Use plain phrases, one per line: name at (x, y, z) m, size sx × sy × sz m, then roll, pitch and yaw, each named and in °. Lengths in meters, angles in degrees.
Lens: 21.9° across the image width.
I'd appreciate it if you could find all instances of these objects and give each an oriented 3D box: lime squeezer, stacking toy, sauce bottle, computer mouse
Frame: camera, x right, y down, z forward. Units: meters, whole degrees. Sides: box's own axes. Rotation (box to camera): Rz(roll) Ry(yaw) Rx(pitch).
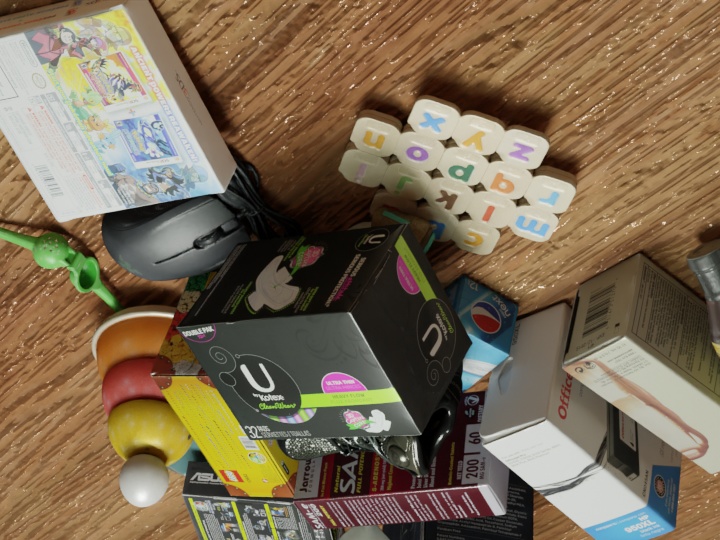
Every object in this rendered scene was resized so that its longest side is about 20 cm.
lime squeezer at (-0.295, -0.001, 1.842) m, size 0.200 × 0.038 × 0.071 m, roll 34°, pitch 138°, yaw -23°
stacking toy at (-0.207, 0.149, 1.856) m, size 0.146 × 0.200 × 0.146 m, roll 3°, pitch 144°, yaw 2°
sauce bottle at (0.347, 0.067, 1.645) m, size 0.066 × 0.066 × 0.200 m, roll -21°, pitch 100°, yaw 37°
computer mouse at (-0.167, -0.035, 1.746) m, size 0.200 × 0.053 × 0.139 m, roll -16°, pitch 133°, yaw 33°

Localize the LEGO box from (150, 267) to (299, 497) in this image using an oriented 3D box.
LEGO box at (-0.111, 0.105, 1.818) m, size 0.077 × 0.149 × 0.200 m, roll -2°, pitch 138°, yaw 25°

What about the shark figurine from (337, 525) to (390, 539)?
shark figurine at (0.007, 0.199, 1.907) m, size 0.089 × 0.215 × 0.128 m, roll 11°, pitch 118°, yaw -29°

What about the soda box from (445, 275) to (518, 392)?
soda box at (0.070, 0.088, 1.809) m, size 0.068 × 0.064 × 0.200 m, roll 28°, pitch 140°, yaw -16°

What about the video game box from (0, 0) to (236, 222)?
video game box at (-0.230, -0.142, 1.623) m, size 0.182 × 0.047 × 0.200 m, roll -7°, pitch 128°, yaw 28°

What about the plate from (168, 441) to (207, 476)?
plate at (-0.163, 0.189, 2.039) m, size 0.200 × 0.026 × 0.200 m, roll 10°, pitch 141°, yaw 8°

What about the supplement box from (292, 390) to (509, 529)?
supplement box at (0.041, 0.183, 1.794) m, size 0.200 × 0.109 × 0.061 m, roll -8°, pitch 141°, yaw 21°

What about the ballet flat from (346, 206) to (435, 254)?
ballet flat at (0.000, 0.000, 1.725) m, size 0.072 × 0.068 × 0.200 m, roll 34°, pitch 145°, yaw -3°

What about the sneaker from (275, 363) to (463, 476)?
sneaker at (0.005, 0.147, 1.730) m, size 0.199 × 0.114 × 0.076 m, roll -21°, pitch 128°, yaw 20°

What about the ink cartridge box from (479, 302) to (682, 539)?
ink cartridge box at (0.215, 0.149, 1.770) m, size 0.084 × 0.145 × 0.200 m, roll -25°, pitch 127°, yaw 37°

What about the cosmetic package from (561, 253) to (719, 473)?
cosmetic package at (0.290, 0.088, 1.708) m, size 0.200 × 0.104 × 0.087 m, roll 36°, pitch 138°, yaw -21°

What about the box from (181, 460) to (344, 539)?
box at (-0.105, 0.282, 2.090) m, size 0.160 × 0.044 × 0.200 m, roll 4°, pitch 148°, yaw 9°

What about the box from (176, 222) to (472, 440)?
box at (-0.030, 0.058, 1.661) m, size 0.200 × 0.124 × 0.149 m, roll -6°, pitch 127°, yaw 38°

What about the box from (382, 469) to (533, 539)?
box at (0.096, 0.290, 1.928) m, size 0.124 × 0.197 × 0.200 m, roll 9°, pitch 143°, yaw -9°

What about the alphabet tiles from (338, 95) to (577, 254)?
alphabet tiles at (0.084, -0.083, 1.629) m, size 0.200 × 0.015 × 0.196 m, roll 17°, pitch 147°, yaw -3°
